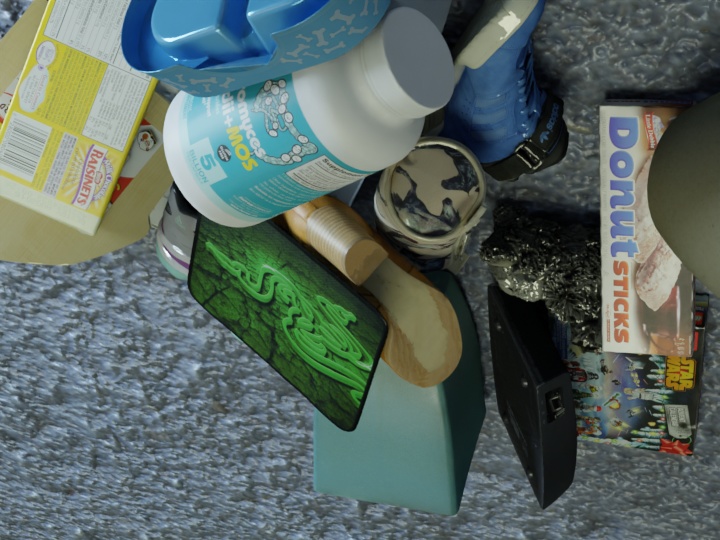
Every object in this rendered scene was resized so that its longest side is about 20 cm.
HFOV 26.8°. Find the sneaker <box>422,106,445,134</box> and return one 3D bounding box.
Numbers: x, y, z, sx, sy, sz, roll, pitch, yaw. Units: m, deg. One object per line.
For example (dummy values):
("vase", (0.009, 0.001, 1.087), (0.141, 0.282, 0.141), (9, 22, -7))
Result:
("sneaker", (-0.015, -0.114, 1.132), (0.060, 0.104, 0.200), (66, 166, -12))

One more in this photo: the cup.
("cup", (0.290, -0.056, 1.068), (0.143, 0.201, 0.201), (19, 153, 47))

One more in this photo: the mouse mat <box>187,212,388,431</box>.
("mouse mat", (-0.064, 0.028, 1.215), (0.200, 0.008, 0.161), (39, 143, 18))

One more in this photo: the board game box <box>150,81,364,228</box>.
("board game box", (-0.109, -0.081, 1.318), (0.199, 0.026, 0.200), (23, 143, -5))

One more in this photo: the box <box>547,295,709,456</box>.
("box", (0.242, 0.091, 1.374), (0.136, 0.040, 0.201), (6, 141, 14))

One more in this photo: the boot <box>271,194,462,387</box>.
("boot", (-0.001, 0.000, 1.232), (0.144, 0.071, 0.201), (42, 172, 47))

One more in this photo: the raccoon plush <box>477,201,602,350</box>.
("raccoon plush", (0.192, -0.032, 1.231), (0.134, 0.097, 0.200), (41, 114, -10))

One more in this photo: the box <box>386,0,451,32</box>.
("box", (-0.046, -0.201, 1.079), (0.199, 0.098, 0.124), (-18, 131, 38))

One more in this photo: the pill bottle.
("pill bottle", (-0.033, -0.108, 1.018), (0.199, 0.111, 0.111), (-21, 128, 40))

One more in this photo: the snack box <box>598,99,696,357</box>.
("snack box", (0.221, -0.031, 1.162), (0.071, 0.024, 0.201), (3, 111, 19))

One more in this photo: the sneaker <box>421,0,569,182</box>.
("sneaker", (0.117, -0.134, 1.107), (0.111, 0.077, 0.200), (30, 147, -5))

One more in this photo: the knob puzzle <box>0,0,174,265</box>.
("knob puzzle", (-0.254, -0.093, 1.248), (0.218, 0.030, 0.221), (-1, 104, -2))

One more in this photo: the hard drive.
("hard drive", (0.156, 0.113, 1.372), (0.042, 0.135, 0.201), (-17, 140, -6))

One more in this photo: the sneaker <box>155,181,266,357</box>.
("sneaker", (-0.093, -0.014, 1.272), (0.200, 0.078, 0.140), (34, 145, 15))

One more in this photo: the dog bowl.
("dog bowl", (-0.063, -0.171, 0.958), (0.199, 0.112, 0.050), (-12, 146, 33))

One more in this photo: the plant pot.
("plant pot", (0.034, 0.098, 1.397), (0.140, 0.142, 0.201), (7, 132, 14))

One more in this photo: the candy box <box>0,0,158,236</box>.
("candy box", (-0.222, -0.137, 1.203), (0.102, 0.026, 0.201), (23, 106, -9))

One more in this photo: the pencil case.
("pencil case", (0.055, -0.047, 1.181), (0.089, 0.078, 0.200), (29, 174, 3))
